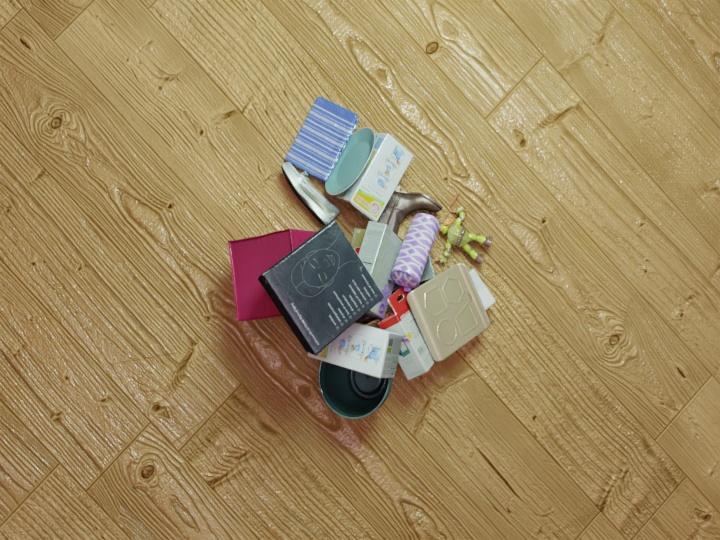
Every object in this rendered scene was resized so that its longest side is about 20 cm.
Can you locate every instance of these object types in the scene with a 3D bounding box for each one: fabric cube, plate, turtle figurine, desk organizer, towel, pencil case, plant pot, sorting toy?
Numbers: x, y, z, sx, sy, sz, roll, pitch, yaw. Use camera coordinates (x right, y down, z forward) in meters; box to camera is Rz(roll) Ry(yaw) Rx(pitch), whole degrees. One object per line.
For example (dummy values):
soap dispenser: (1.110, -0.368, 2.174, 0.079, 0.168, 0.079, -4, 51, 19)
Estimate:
fabric cube: (-0.191, 0.012, 1.332, 0.193, 0.198, 0.205, -7, 89, 25)
plate: (-0.023, -0.282, 1.395, 0.025, 0.199, 0.204, 31, 89, -32)
turtle figurine: (0.281, -0.099, 1.456, 0.157, 0.064, 0.206, 24, 88, -2)
desk organizer: (0.105, 0.023, 1.438, 0.193, 0.077, 0.074, -17, 72, 6)
towel: (-0.105, -0.361, 1.446, 0.142, 0.024, 0.205, 28, 87, 13)
pencil case: (0.144, -0.048, 1.359, 0.081, 0.086, 0.205, 7, 59, 33)
plant pot: (0.004, 0.276, 1.387, 0.193, 0.134, 0.209, -4, 78, 20)
sorting toy: (0.226, 0.104, 1.364, 0.196, 0.036, 0.190, -26, 92, -25)

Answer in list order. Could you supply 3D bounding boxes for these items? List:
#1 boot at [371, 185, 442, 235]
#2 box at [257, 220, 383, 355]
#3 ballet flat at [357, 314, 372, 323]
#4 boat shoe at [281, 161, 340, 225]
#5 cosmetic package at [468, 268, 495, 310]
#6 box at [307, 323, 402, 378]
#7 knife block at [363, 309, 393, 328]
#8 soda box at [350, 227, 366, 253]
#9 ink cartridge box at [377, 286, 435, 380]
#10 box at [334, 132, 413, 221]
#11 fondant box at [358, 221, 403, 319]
boot: (0.111, -0.117, 1.448, 0.180, 0.064, 0.207, 20, 85, 11)
box: (-0.088, 0.038, 1.154, 0.194, 0.123, 0.203, -36, 96, -17)
ballet flat: (-0.027, 0.133, 1.441, 0.195, 0.067, 0.048, -28, 92, 3)
boat shoe: (-0.138, -0.215, 1.437, 0.064, 0.074, 0.203, -41, 95, -9)
cosmetic package: (0.253, 0.099, 1.444, 0.198, 0.081, 0.114, -39, 92, -4)
box: (-0.013, 0.180, 1.271, 0.193, 0.112, 0.105, 12, 85, 24)
knife block: (0.094, 0.201, 1.443, 0.194, 0.064, 0.181, -23, 90, -3)
soda box: (0.000, 0.000, 1.383, 0.062, 0.067, 0.208, 11, 86, 31)
ink cartridge box: (0.118, 0.155, 1.350, 0.066, 0.115, 0.205, -28, 91, 33)
box: (0.033, -0.249, 1.409, 0.100, 0.112, 0.205, 31, 87, -30)
fondant box: (0.040, 0.002, 1.334, 0.057, 0.144, 0.207, 13, 78, 29)
